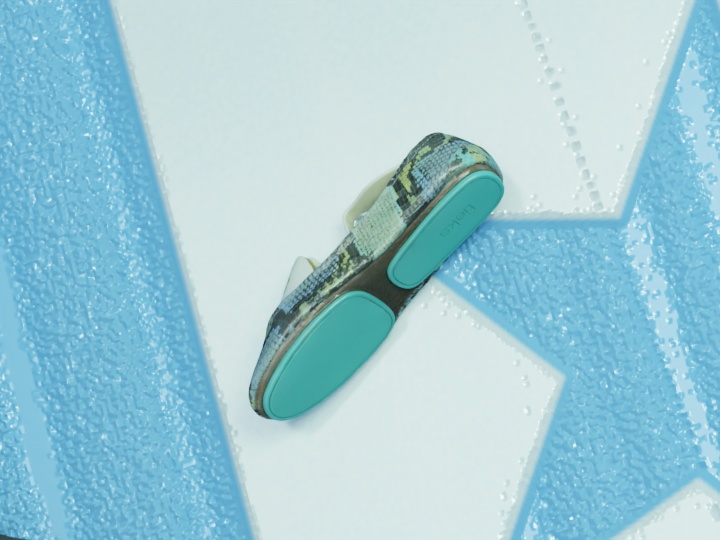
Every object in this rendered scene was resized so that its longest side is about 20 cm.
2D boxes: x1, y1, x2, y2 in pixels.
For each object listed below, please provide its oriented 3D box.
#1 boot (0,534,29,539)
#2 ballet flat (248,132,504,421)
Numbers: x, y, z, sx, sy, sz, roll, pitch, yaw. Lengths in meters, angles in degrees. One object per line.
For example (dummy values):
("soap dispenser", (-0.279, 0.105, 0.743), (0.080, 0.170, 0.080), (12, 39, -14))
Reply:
("boot", (-0.266, 0.247, 1.708), (0.164, 0.066, 0.201), (11, 88, 16))
("ballet flat", (0.000, 0.000, 1.690), (0.200, 0.074, 0.074), (-45, 74, 1))
